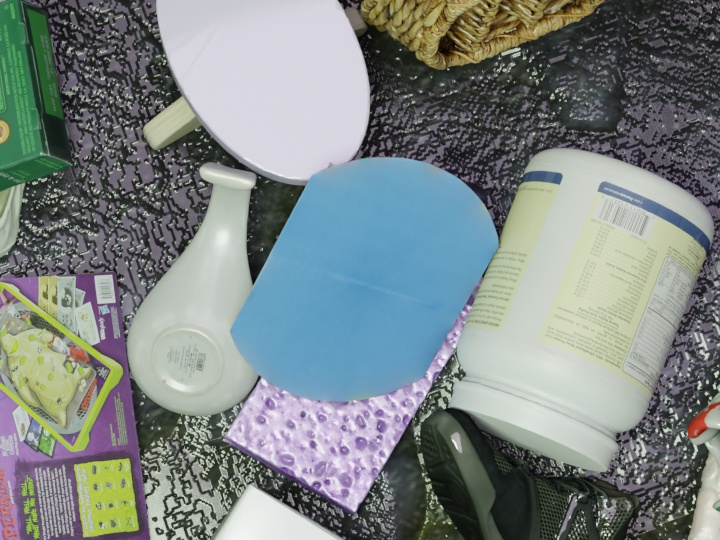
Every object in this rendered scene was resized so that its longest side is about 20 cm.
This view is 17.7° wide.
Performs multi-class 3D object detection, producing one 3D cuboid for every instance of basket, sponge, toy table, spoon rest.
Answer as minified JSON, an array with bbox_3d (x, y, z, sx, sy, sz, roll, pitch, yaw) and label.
[{"bbox_3d":[0.097,-0.207,1.644,0.149,0.200,0.143,33,74,0],"label":"basket"},{"bbox_3d":[-0.001,0.067,1.690,0.111,0.030,0.200,32,81,0],"label":"sponge"},{"bbox_3d":[-0.074,-0.146,1.669,0.184,0.117,0.200,-19,84,-6],"label":"toy table"},{"bbox_3d":[-0.108,0.013,1.653,0.099,0.061,0.200,16,113,2],"label":"spoon rest"}]

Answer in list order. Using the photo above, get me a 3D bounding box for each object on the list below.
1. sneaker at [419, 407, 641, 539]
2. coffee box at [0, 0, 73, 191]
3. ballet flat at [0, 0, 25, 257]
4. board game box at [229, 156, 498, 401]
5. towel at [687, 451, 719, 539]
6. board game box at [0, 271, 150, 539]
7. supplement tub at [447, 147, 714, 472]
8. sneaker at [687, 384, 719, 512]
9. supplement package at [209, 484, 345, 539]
[{"bbox_3d":[0.124,0.159,1.649,0.114,0.076,0.200,-40,109,-16],"label":"sneaker"},{"bbox_3d":[-0.304,-0.105,1.632,0.200,0.044,0.123,-18,74,21],"label":"coffee box"},{"bbox_3d":[-0.265,-0.106,1.674,0.069,0.069,0.200,6,82,-4],"label":"ballet flat"},{"bbox_3d":[0.000,0.000,1.632,0.158,0.039,0.200,17,115,-27],"label":"board game box"},{"bbox_3d":[0.325,0.239,1.692,0.191,0.032,0.200,15,81,-3],"label":"towel"},{"bbox_3d":[-0.219,0.103,1.645,0.120,0.032,0.200,-2,81,-36],"label":"board game box"},{"bbox_3d":[0.155,0.029,1.649,0.145,0.145,0.200,22,82,-1],"label":"supplement tub"},{"bbox_3d":[0.283,0.089,1.667,0.093,0.070,0.200,4,66,-14],"label":"sneaker"},{"bbox_3d":[-0.060,0.228,1.578,0.120,0.200,0.121,32,81,0],"label":"supplement package"}]
